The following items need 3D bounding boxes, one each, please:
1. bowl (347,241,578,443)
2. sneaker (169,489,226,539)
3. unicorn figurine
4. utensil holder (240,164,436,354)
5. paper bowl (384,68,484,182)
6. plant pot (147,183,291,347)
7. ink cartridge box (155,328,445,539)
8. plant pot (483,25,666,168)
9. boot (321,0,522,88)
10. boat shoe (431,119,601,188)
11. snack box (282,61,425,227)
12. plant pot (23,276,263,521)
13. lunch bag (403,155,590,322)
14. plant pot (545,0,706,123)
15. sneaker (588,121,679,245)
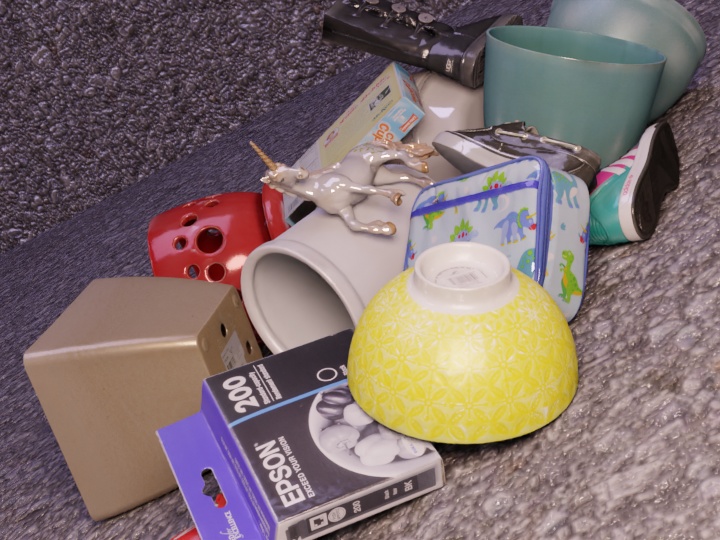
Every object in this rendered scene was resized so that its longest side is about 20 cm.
[{"bbox_3d":[0.085,0.042,1.170,0.198,0.108,0.201,-1,30,1],"label":"bowl"},{"bbox_3d":[-0.099,0.189,1.238,0.199,0.085,0.077,-35,14,-19],"label":"sneaker"},{"bbox_3d":[-0.009,-0.092,1.439,0.137,0.074,0.200,20,22,23],"label":"unicorn figurine"},{"bbox_3d":[0.000,0.000,1.504,0.200,0.171,0.169,-38,17,-36],"label":"utensil holder"},{"bbox_3d":[0.127,-0.151,1.682,0.104,0.202,0.201,-10,24,49],"label":"paper bowl"},{"bbox_3d":[-0.140,-0.004,1.722,0.181,0.202,0.201,-21,17,12],"label":"plant pot"},{"bbox_3d":[-0.059,0.145,1.179,0.199,0.044,0.198,-21,38,-13],"label":"ink cartridge box"},{"bbox_3d":[0.226,-0.173,1.568,0.199,0.162,0.201,7,19,-2],"label":"plant pot"},{"bbox_3d":[0.075,-0.285,1.661,0.199,0.066,0.165,19,29,22],"label":"boot"},{"bbox_3d":[0.160,-0.116,1.442,0.199,0.071,0.064,24,76,41],"label":"boat shoe"},{"bbox_3d":[-0.012,-0.141,1.616,0.200,0.037,0.116,-45,23,18],"label":"snack box"},{"bbox_3d":[-0.206,0.119,1.493,0.176,0.201,0.200,-12,20,19],"label":"plant pot"},{"bbox_3d":[0.125,-0.021,1.355,0.199,0.082,0.162,-10,67,51],"label":"lunch bag"},{"bbox_3d":[0.305,-0.242,1.718,0.200,0.200,0.135,-5,56,57],"label":"plant pot"},{"bbox_3d":[0.258,-0.085,1.469,0.120,0.084,0.200,-9,26,31],"label":"sneaker"}]
